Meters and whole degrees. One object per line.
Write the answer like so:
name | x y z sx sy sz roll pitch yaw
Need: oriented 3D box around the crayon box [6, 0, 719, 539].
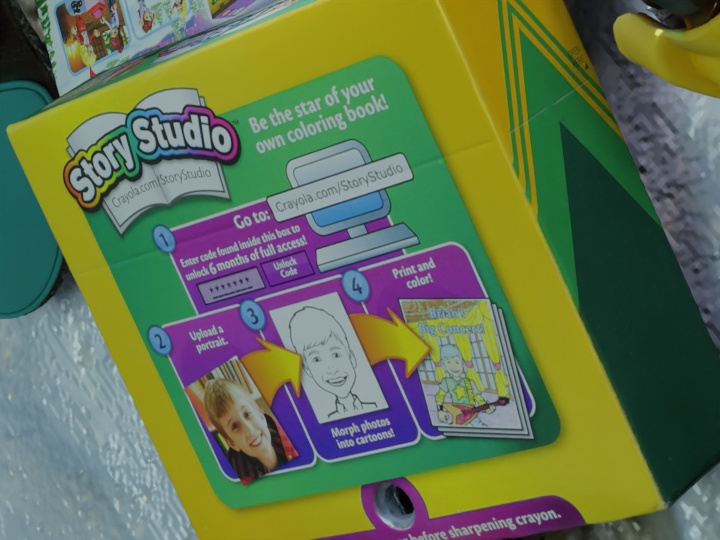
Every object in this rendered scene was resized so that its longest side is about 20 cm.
crayon box | 0.000 0.000 0.790 0.199 0.058 0.173 -15 102 44

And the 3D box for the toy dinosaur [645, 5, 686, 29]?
toy dinosaur | 0.122 -0.154 0.683 0.182 0.200 0.105 -48 29 9

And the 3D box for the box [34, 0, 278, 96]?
box | -0.039 -0.121 0.847 0.199 0.039 0.138 -21 82 44

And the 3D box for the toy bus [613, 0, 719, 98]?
toy bus | 0.153 -0.108 0.546 0.192 0.135 0.201 -127 42 -62

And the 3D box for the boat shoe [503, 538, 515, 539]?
boat shoe | -0.001 0.166 0.842 0.074 0.066 0.200 51 128 25

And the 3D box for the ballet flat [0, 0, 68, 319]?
ballet flat | -0.146 -0.081 0.931 0.075 0.067 0.201 -110 7 -56
